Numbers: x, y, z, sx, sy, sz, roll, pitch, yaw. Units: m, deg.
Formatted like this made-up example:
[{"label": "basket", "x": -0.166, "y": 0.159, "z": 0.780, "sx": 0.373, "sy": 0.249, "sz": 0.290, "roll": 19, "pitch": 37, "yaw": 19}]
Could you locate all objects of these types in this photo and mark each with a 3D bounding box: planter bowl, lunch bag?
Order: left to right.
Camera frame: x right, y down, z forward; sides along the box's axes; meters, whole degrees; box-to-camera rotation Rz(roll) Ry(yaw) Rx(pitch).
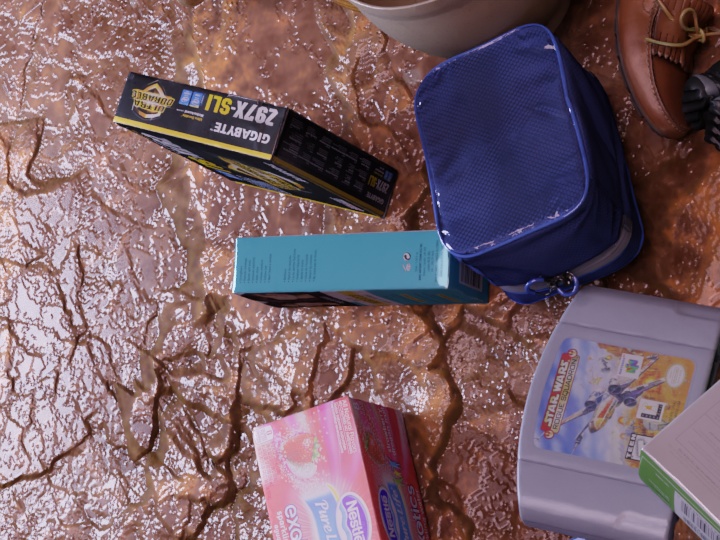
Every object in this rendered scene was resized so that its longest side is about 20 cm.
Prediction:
[{"label": "planter bowl", "x": 0.090, "y": -0.249, "z": 1.609, "sx": 0.200, "sy": 0.135, "sz": 0.201, "roll": -18, "pitch": 50, "yaw": 23}, {"label": "lunch bag", "x": 0.138, "y": -0.072, "z": 1.565, "sx": 0.135, "sy": 0.132, "sz": 0.201, "roll": -21, "pitch": 62, "yaw": 24}]

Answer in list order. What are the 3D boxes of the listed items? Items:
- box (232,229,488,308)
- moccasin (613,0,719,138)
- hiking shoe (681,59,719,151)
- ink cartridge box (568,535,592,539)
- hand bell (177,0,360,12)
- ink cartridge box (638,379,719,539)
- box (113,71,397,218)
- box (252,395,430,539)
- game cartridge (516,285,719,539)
[{"label": "box", "x": 0.000, "y": 0.000, "z": 1.652, "sx": 0.199, "sy": 0.082, "sz": 0.049, "roll": -2, "pitch": 80, "yaw": 28}, {"label": "moccasin", "x": 0.246, "y": -0.203, "z": 1.575, "sx": 0.077, "sy": 0.074, "sz": 0.202, "roll": -10, "pitch": 67, "yaw": 34}, {"label": "hiking shoe", "x": 0.336, "y": -0.096, "z": 1.500, "sx": 0.087, "sy": 0.074, "sz": 0.200, "roll": -41, "pitch": 76, "yaw": -14}, {"label": "ink cartridge box", "x": 0.163, "y": 0.316, "z": 1.509, "sx": 0.136, "sy": 0.076, "sz": 0.201, "roll": -29, "pitch": 69, "yaw": 20}, {"label": "hand bell", "x": -0.053, "y": -0.256, "z": 1.746, "sx": 0.199, "sy": 0.104, "sz": 0.105, "roll": 17, "pitch": 88, "yaw": 16}, {"label": "ink cartridge box", "x": 0.307, "y": 0.111, "z": 1.436, "sx": 0.200, "sy": 0.059, "sz": 0.104, "roll": -39, "pitch": 64, "yaw": -13}, {"label": "box", "x": -0.084, "y": -0.102, "z": 1.649, "sx": 0.159, "sy": 0.200, "sz": 0.050, "roll": 17, "pitch": 86, "yaw": 29}, {"label": "box", "x": -0.007, "y": 0.212, "z": 1.602, "sx": 0.094, "sy": 0.103, "sz": 0.201, "roll": -20, "pitch": 70, "yaw": 23}, {"label": "game cartridge", "x": 0.192, "y": 0.107, "z": 1.514, "sx": 0.133, "sy": 0.042, "sz": 0.201, "roll": 12, "pitch": 65, "yaw": 16}]
